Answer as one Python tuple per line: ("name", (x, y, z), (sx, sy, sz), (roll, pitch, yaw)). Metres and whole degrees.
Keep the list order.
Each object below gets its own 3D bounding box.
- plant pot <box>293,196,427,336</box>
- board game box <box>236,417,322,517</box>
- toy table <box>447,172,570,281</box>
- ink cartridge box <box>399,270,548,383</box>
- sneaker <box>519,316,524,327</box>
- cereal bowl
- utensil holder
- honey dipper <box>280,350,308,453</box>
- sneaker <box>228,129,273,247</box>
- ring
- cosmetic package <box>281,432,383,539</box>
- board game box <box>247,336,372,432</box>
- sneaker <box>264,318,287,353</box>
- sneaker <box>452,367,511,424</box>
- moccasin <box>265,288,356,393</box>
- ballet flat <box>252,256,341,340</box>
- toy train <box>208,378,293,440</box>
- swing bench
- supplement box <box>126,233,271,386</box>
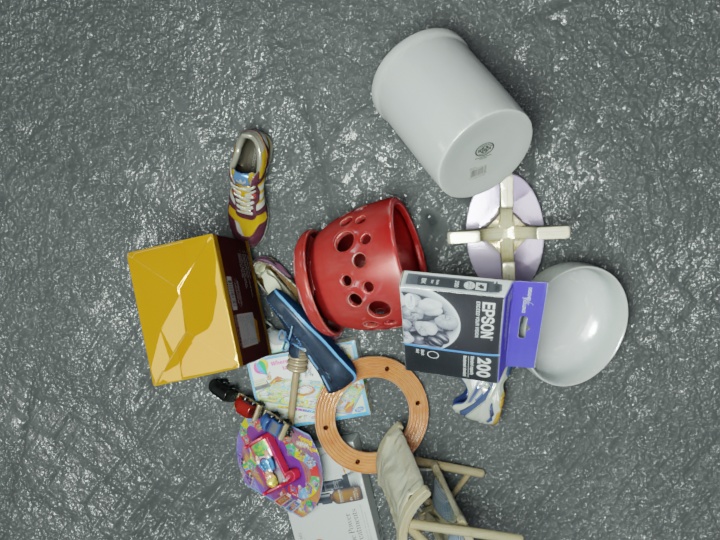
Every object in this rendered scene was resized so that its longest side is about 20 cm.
("plant pot", (0.000, 0.000, 1.171), (0.182, 0.200, 0.201), (-13, 96, 15))
("board game box", (-0.154, 0.336, 1.266), (0.199, 0.039, 0.159), (19, 109, 31))
("toy table", (0.232, -0.057, 1.167), (0.183, 0.117, 0.201), (-14, 94, 10))
("ink cartridge box", (0.159, 0.086, 1.057), (0.199, 0.044, 0.199), (4, 137, 11))
("sneaker", (0.163, 0.064, 1.159), (0.082, 0.200, 0.071), (9, 79, -29))
("cereal bowl", (0.321, 0.077, 1.170), (0.199, 0.083, 0.201), (-7, 110, -20))
("utensil holder", (0.135, -0.232, 1.088), (0.170, 0.170, 0.200), (-40, 54, 12))
("honey dipper", (-0.117, 0.221, 1.263), (0.038, 0.038, 0.201), (10, 100, 7))
("sneaker", (-0.193, -0.136, 1.234), (0.075, 0.090, 0.201), (5, 98, 8))
("ring", (0.019, 0.245, 1.257), (0.199, 0.019, 0.202), (-1, 94, -11))
("cosmetic package", (-0.056, 0.403, 1.307), (0.150, 0.052, 0.201), (-13, 95, 13))
("board game box", (-0.089, 0.200, 1.293), (0.199, 0.034, 0.135), (-11, 96, 10))
("sneaker", (-0.209, 0.065, 1.271), (0.199, 0.078, 0.141), (7, 99, 7))
("sneaker", (0.204, 0.157, 1.221), (0.088, 0.075, 0.201), (12, 99, 7))
("moccasin", (-0.090, 0.120, 1.188), (0.068, 0.080, 0.200), (-40, 95, 6))
("ballet flat", (-0.116, 0.054, 1.258), (0.200, 0.071, 0.069), (44, 103, 1))
("toy train", (-0.192, 0.235, 1.266), (0.199, 0.046, 0.034), (24, 90, 34))
("swing bench", (0.118, 0.377, 1.175), (0.199, 0.199, 0.130), (31, 101, -16))
("supplement box", (-0.242, 0.057, 1.143), (0.132, 0.200, 0.198), (-13, 88, 6))
